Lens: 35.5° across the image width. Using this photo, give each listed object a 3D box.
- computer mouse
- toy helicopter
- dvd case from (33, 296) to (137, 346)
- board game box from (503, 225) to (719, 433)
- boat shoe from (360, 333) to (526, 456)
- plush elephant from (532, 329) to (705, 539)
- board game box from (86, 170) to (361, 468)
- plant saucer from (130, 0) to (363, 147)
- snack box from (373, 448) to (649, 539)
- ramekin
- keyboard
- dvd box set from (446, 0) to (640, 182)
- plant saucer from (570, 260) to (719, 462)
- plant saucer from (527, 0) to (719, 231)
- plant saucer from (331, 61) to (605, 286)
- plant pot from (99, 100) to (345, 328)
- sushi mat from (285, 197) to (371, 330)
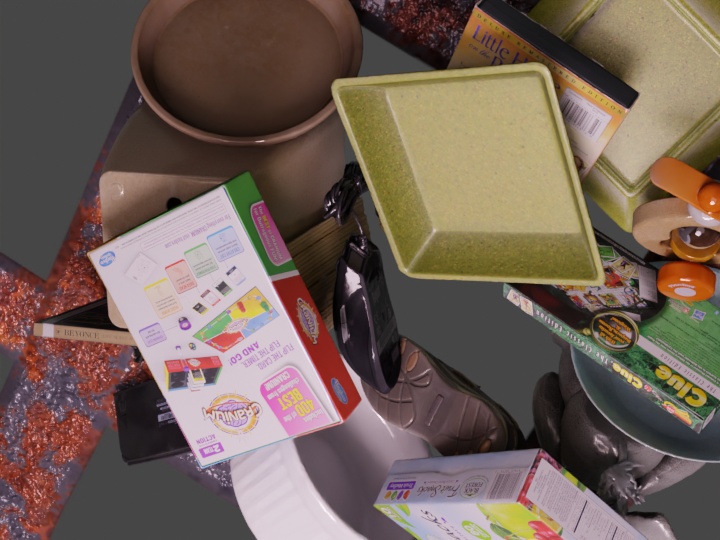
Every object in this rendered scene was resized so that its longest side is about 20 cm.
[{"bbox_3d":[0.000,0.000,0.999,0.045,0.141,0.202,-6,114,18],"label":"computer mouse"},{"bbox_3d":[0.302,-0.039,0.857,0.198,0.132,0.080,-2,64,36],"label":"toy helicopter"},{"bbox_3d":[-0.181,0.049,1.055,0.197,0.149,0.016,4,99,13],"label":"dvd case"},{"bbox_3d":[0.227,0.039,0.937,0.199,0.104,0.024,37,149,27],"label":"board game box"},{"bbox_3d":[0.072,0.123,1.020,0.073,0.200,0.075,27,99,-42],"label":"boat shoe"},{"bbox_3d":[0.214,0.173,0.992,0.163,0.201,0.156,20,132,6],"label":"plush elephant"},{"bbox_3d":[-0.108,0.044,0.887,0.152,0.040,0.202,-21,100,30],"label":"board game box"},{"bbox_3d":[-0.096,-0.186,0.963,0.198,0.202,0.030,18,155,8],"label":"plant saucer"},{"bbox_3d":[0.122,0.209,0.923,0.142,0.053,0.199,41,151,-19],"label":"snack box"},{"bbox_3d":[-0.026,0.186,1.036,0.097,0.201,0.201,-37,96,29],"label":"ramekin"},{"bbox_3d":[-0.185,0.117,1.102,0.199,0.020,0.129,-19,76,45],"label":"keyboard"},{"bbox_3d":[0.124,-0.111,0.935,0.146,0.029,0.201,35,141,9],"label":"dvd box set"},{"bbox_3d":[0.272,0.081,0.943,0.198,0.202,0.039,13,141,10],"label":"plant saucer"},{"bbox_3d":[0.225,-0.159,0.929,0.200,0.048,0.200,43,113,-2],"label":"plant saucer"},{"bbox_3d":[0.095,-0.084,0.918,0.198,0.048,0.201,2,128,35],"label":"plant saucer"},{"bbox_3d":[-0.131,-0.038,1.000,0.197,0.177,0.203,5,108,14],"label":"plant pot"},{"bbox_3d":[-0.037,0.009,0.980,0.012,0.200,0.097,-1,109,28],"label":"sushi mat"}]
